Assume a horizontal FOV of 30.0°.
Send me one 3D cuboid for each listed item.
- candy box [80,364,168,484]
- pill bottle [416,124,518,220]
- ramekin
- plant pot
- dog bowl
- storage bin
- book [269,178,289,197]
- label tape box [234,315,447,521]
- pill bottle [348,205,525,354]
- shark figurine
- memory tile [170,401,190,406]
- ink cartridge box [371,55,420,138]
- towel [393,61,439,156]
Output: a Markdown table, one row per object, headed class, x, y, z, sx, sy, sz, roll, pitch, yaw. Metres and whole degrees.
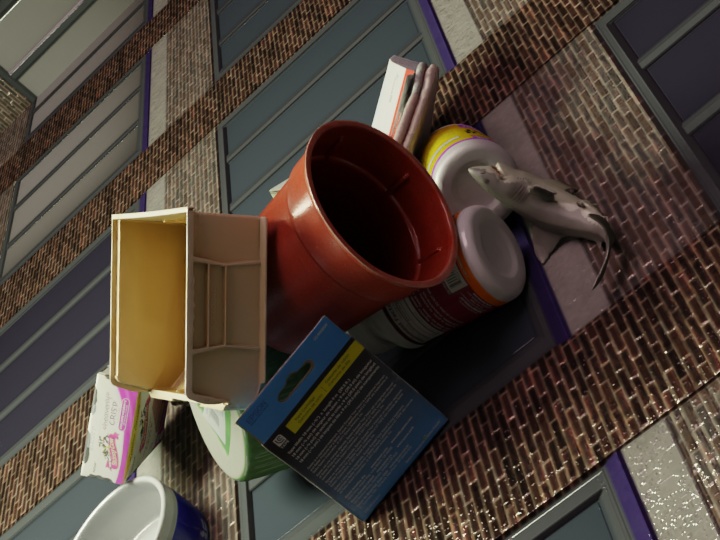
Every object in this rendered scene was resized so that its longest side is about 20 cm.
| class | x | y | z | sx | sy | sz | roll | pitch | yaw |
| --- | --- | --- | --- | --- | --- | --- | --- | --- | --- |
| candy box | -0.300 | 0.182 | 1.762 | 0.200 | 0.060 | 0.138 | -55 | -24 | -79 |
| pill bottle | 0.121 | -0.117 | 1.599 | 0.104 | 0.104 | 0.200 | -46 | 15 | 6 |
| ramekin | -0.127 | 0.142 | 1.538 | 0.097 | 0.202 | 0.199 | -19 | 18 | -24 |
| plant pot | -0.033 | -0.021 | 1.425 | 0.195 | 0.200 | 0.202 | -40 | 27 | 38 |
| dog bowl | -0.279 | 0.357 | 1.640 | 0.199 | 0.079 | 0.201 | -35 | 31 | 25 |
| storage bin | -0.184 | 0.040 | 1.409 | 0.199 | 0.093 | 0.201 | -1 | 88 | 57 |
| book | -0.041 | -0.121 | 1.707 | 0.133 | 0.048 | 0.200 | -35 | 9 | -7 |
| label tape box | -0.026 | 0.147 | 1.403 | 0.145 | 0.200 | 0.063 | -49 | 28 | -2 |
| pill bottle | 0.078 | 0.017 | 1.507 | 0.199 | 0.113 | 0.114 | -29 | 34 | 33 |
| shark figurine | 0.217 | -0.042 | 1.447 | 0.214 | 0.127 | 0.090 | 37 | 111 | 45 |
| memory tile | -0.210 | 0.107 | 1.788 | 0.199 | 0.017 | 0.155 | -4 | 82 | 61 |
| ink cartridge box | 0.033 | -0.190 | 1.748 | 0.200 | 0.047 | 0.162 | -55 | -19 | -75 |
| towel | 0.054 | -0.129 | 1.679 | 0.201 | 0.032 | 0.192 | 95 | -168 | -54 |
